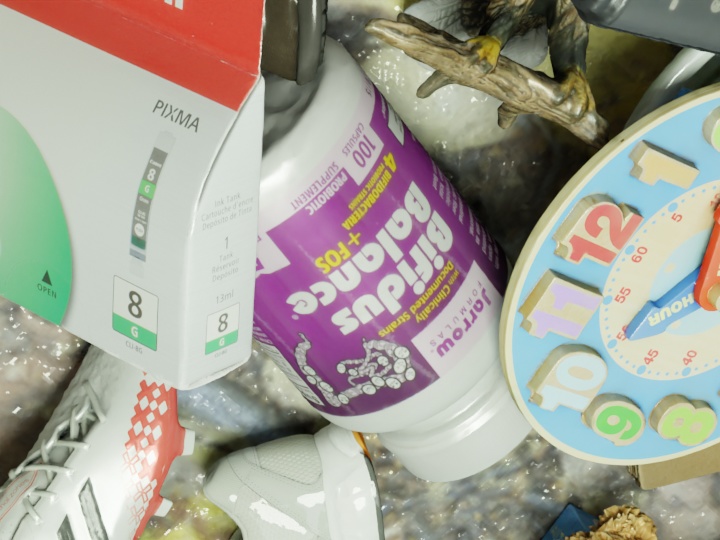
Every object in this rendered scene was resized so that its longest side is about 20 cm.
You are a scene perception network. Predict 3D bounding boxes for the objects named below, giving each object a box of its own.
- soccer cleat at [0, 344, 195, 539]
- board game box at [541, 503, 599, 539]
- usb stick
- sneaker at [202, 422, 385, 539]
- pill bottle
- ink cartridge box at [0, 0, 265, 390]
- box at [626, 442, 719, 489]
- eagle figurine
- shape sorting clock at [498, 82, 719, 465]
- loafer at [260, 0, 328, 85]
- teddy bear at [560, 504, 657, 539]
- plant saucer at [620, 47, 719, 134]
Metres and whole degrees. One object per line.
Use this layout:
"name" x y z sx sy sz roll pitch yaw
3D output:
"soccer cleat" -0.134 0.105 1.324 0.085 0.069 0.201 15 92 -32
"board game box" 0.108 0.231 1.507 0.151 0.037 0.200 29 105 -27
"usb stick" 0.167 -0.110 1.218 0.200 0.033 0.056 9 121 -40
"sneaker" -0.033 0.165 1.419 0.092 0.076 0.201 -7 112 -4
"pill bottle" 0.000 0.000 1.309 0.112 0.112 0.200 -37 121 5
"ink cartridge box" -0.111 -0.070 1.214 0.050 0.161 0.200 -26 130 -42
"box" 0.219 0.012 1.430 0.199 0.021 0.164 -13 119 -8
"eagle figurine" 0.098 -0.158 1.263 0.152 0.151 0.200 42 65 -69
"shape sorting clock" 0.151 0.004 1.298 0.200 0.039 0.200 -13 127 -18
"loafer" -0.061 -0.170 1.216 0.071 0.073 0.201 -14 100 3
"teddy bear" 0.155 0.208 1.449 0.145 0.067 0.200 -20 120 -9
"plant saucer" 0.188 -0.053 1.336 0.200 0.050 0.201 -14 127 -19
